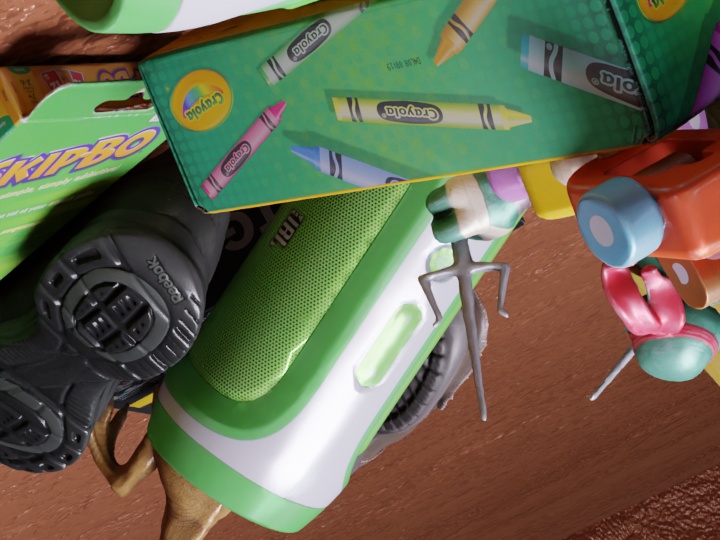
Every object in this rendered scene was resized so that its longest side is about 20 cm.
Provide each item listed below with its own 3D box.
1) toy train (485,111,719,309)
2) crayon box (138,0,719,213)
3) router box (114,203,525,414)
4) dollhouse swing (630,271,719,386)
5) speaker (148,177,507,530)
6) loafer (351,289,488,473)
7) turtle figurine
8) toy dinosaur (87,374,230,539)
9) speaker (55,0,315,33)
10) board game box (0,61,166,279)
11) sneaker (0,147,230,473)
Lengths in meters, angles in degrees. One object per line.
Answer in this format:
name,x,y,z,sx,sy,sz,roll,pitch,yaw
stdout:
toy train,0.124,-0.040,0.671,0.200,0.056,0.150,-31,-164,-30
crayon box,0.040,-0.076,0.700,0.200,0.058,0.119,-6,-159,47
router box,-0.036,-0.004,1.024,0.200,0.052,0.157,-31,165,10
dollhouse swing,0.238,-0.041,0.946,0.176,0.182,0.200,-48,168,34
speaker,0.000,0.000,0.879,0.200,0.088,0.088,-57,161,7
loafer,0.013,0.037,1.035,0.071,0.073,0.200,-32,174,-27
turtle figurine,0.107,-0.030,0.801,0.100,0.201,0.149,-8,154,44
toy dinosaur,-0.072,0.093,0.959,0.060,0.106,0.201,23,94,-47
speaker,0.007,-0.127,0.608,0.199,0.089,0.088,-21,164,-26
board game box,-0.143,-0.021,0.816,0.200,0.030,0.095,-34,167,32
sneaker,-0.110,0.016,0.899,0.200,0.076,0.091,-31,-156,43
